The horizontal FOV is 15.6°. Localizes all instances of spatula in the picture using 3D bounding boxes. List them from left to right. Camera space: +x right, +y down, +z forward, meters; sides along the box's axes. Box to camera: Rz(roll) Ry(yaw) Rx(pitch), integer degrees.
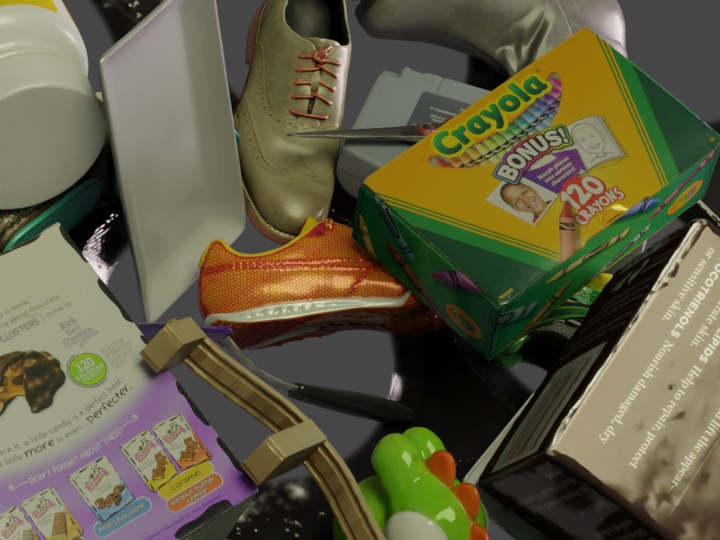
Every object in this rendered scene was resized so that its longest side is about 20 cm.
[{"bbox_3d":[-0.053,0.061,1.562,0.199,0.056,0.021,22,68,-25],"label":"spatula"}]

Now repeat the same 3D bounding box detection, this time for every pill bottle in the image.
[{"bbox_3d":[-0.227,-0.138,1.545,0.114,0.115,0.200,-8,47,-27],"label":"pill bottle"}]

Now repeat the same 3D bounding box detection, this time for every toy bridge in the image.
[{"bbox_3d":[-0.043,0.102,1.481,0.200,0.027,0.067,49,21,10],"label":"toy bridge"}]

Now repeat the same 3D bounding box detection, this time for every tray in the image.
[{"bbox_3d":[-0.115,-0.073,1.548,0.022,0.201,0.107,19,47,26],"label":"tray"}]

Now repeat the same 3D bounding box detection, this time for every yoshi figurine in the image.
[{"bbox_3d":[0.042,0.193,1.512,0.111,0.112,0.201,-20,80,11],"label":"yoshi figurine"}]

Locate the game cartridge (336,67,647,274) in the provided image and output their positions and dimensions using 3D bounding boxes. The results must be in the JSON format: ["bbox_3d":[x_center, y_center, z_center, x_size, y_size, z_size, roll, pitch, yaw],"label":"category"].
[{"bbox_3d":[0.090,-0.062,1.666,0.199,0.042,0.133,17,41,7],"label":"game cartridge"}]

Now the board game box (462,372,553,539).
[{"bbox_3d":[0.191,0.124,1.595,0.200,0.026,0.200,41,73,-1],"label":"board game box"}]

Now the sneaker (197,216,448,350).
[{"bbox_3d":[0.000,0.000,1.596,0.199,0.073,0.078,-2,69,-16],"label":"sneaker"}]

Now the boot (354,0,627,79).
[{"bbox_3d":[0.103,-0.139,1.750,0.199,0.070,0.132,-6,67,-21],"label":"boot"}]

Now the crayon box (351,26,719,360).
[{"bbox_3d":[0.107,-0.049,1.579,0.200,0.058,0.119,-36,65,-28],"label":"crayon box"}]

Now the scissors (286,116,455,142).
[{"bbox_3d":[0.052,-0.089,1.654,0.199,0.014,0.073,6,39,-6],"label":"scissors"}]

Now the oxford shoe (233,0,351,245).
[{"bbox_3d":[-0.041,-0.111,1.661,0.070,0.075,0.201,9,57,-19],"label":"oxford shoe"}]

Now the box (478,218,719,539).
[{"bbox_3d":[0.204,0.105,1.501,0.200,0.166,0.165,36,74,-3],"label":"box"}]

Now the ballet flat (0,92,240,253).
[{"bbox_3d":[-0.166,-0.066,1.590,0.200,0.068,0.075,-30,63,-32],"label":"ballet flat"}]

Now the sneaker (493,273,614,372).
[{"bbox_3d":[0.170,0.058,1.657,0.199,0.078,0.086,18,61,-1],"label":"sneaker"}]

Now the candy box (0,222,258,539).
[{"bbox_3d":[-0.185,0.097,1.470,0.167,0.072,0.200,-28,74,-35],"label":"candy box"}]
